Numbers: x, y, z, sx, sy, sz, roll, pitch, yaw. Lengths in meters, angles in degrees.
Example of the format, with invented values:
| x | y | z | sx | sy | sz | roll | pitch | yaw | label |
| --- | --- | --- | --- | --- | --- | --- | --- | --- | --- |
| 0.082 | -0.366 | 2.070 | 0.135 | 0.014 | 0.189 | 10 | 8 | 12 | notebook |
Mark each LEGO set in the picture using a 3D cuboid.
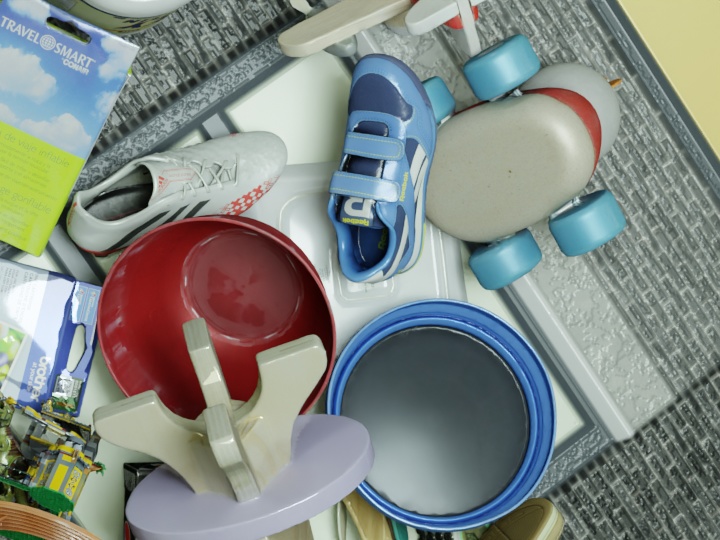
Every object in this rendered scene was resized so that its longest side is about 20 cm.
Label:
| x | y | z | sx | sy | sz | roll | pitch | yaw | label |
| --- | --- | --- | --- | --- | --- | --- | --- | --- | --- |
| -0.286 | 0.128 | 1.619 | 0.200 | 0.154 | 0.116 | 15 | 58 | 8 | LEGO set |

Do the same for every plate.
| x | y | z | sx | sy | sz | roll | pitch | yaw | label |
| --- | --- | --- | --- | --- | --- | --- | --- | --- | --- |
| 0.000 | 0.000 | 1.782 | 0.200 | 0.032 | 0.200 | -7 | 93 | -14 | plate |

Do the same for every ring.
| x | y | z | sx | sy | sz | roll | pitch | yaw | label |
| --- | --- | --- | --- | --- | --- | --- | --- | --- | --- |
| -0.256 | 0.249 | 1.639 | 0.200 | 0.200 | 0.019 | 31 | 52 | -13 | ring |

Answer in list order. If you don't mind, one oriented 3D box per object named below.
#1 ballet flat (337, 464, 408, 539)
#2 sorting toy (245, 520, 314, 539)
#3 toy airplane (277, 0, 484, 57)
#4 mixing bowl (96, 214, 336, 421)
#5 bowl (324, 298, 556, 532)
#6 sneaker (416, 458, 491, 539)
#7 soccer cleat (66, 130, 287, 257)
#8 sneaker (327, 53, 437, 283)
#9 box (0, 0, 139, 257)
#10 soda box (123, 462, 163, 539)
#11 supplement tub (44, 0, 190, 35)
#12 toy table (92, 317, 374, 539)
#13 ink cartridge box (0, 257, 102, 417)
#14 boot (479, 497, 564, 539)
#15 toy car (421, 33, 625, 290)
| x | y | z | sx | sy | sz | roll | pitch | yaw | label |
| --- | --- | --- | --- | --- | --- | --- | --- | --- | --- |
| 0.020 | 0.254 | 1.783 | 0.063 | 0.069 | 0.200 | -15 | 92 | 14 | ballet flat |
| -0.074 | 0.287 | 1.684 | 0.069 | 0.200 | 0.199 | -13 | 98 | 6 | sorting toy |
| 0.046 | -0.245 | 1.731 | 0.200 | 0.141 | 0.199 | 9 | 58 | 10 | toy airplane |
| -0.109 | 0.031 | 1.696 | 0.200 | 0.108 | 0.201 | 3 | 112 | 8 | mixing bowl |
| 0.067 | 0.125 | 1.740 | 0.200 | 0.039 | 0.201 | 3 | 74 | -10 | bowl |
| 0.107 | 0.250 | 1.800 | 0.088 | 0.077 | 0.200 | -16 | 101 | -24 | sneaker |
| -0.152 | -0.071 | 1.708 | 0.200 | 0.085 | 0.069 | -21 | 71 | -11 | soccer cleat |
| 0.015 | -0.079 | 1.692 | 0.082 | 0.074 | 0.200 | -34 | 128 | -54 | sneaker |
| -0.274 | -0.125 | 1.666 | 0.122 | 0.048 | 0.200 | 25 | 106 | -14 | box |
| -0.164 | 0.263 | 1.724 | 0.071 | 0.063 | 0.200 | 1 | 91 | -15 | soda box |
| -0.194 | -0.266 | 1.641 | 0.145 | 0.200 | 0.145 | 0 | 90 | -15 | supplement tub |
| -0.100 | 0.127 | 1.591 | 0.200 | 0.184 | 0.117 | -25 | 121 | -12 | toy table |
| -0.315 | 0.047 | 1.696 | 0.200 | 0.042 | 0.120 | 15 | 87 | -16 | ink cartridge box |
| 0.151 | 0.308 | 1.743 | 0.155 | 0.072 | 0.200 | 33 | 85 | -23 | boot |
| 0.153 | -0.117 | 1.771 | 0.185 | 0.177 | 0.200 | 60 | 38 | -8 | toy car |
